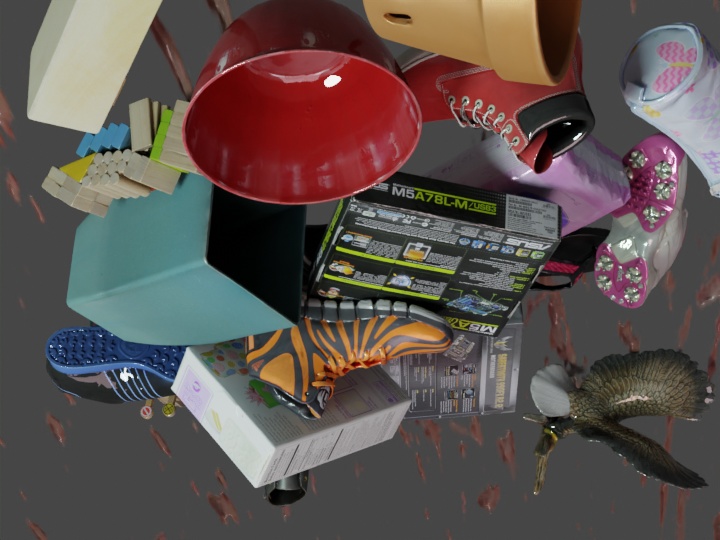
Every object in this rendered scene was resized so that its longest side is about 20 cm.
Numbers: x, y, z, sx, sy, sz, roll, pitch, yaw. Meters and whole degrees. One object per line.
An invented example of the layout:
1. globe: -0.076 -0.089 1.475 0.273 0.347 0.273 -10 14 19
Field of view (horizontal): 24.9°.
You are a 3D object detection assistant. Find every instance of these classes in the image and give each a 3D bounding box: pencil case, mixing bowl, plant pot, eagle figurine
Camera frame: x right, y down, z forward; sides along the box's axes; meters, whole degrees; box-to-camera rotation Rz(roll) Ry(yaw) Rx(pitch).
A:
1. pencil case: 0.311 -0.139 1.464 0.091 0.083 0.200 -42 134 12
2. mixing bowl: -0.051 -0.158 1.370 0.198 0.109 0.201 -3 147 -2
3. plant pot: 0.083 -0.241 1.210 0.139 0.201 0.201 4 149 16
4. eagle figurine: 0.298 0.173 1.878 0.199 0.153 0.151 -5 -173 30
5. plant pot: -0.175 -0.012 1.549 0.199 0.142 0.141 -18 145 30

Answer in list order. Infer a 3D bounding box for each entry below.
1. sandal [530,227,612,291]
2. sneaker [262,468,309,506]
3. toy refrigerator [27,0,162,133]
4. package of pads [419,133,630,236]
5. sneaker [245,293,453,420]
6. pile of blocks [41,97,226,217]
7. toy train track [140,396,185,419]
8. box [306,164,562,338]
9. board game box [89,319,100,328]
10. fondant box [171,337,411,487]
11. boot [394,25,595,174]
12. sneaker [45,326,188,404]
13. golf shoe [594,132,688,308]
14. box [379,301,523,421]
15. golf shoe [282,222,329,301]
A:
1. sandal: 0.179 -0.001 1.686 0.198 0.045 0.075 -8 145 5
2. sneaker: -0.079 0.187 1.876 0.074 0.107 0.201 -2 146 -4
3. toy refrigerator: -0.208 -0.204 1.313 0.069 0.076 0.200 11 142 -22
4. package of pads: 0.142 -0.071 1.552 0.199 0.076 0.120 -28 137 30
5. sneaker: -0.012 0.089 1.555 0.198 0.113 0.078 2 155 9
6. pile of blocks: -0.193 -0.103 1.475 0.199 0.083 0.062 -13 162 29
7. toy train track: -0.187 0.155 1.820 0.198 0.033 0.115 8 162 16
8. box: 0.065 -0.014 1.521 0.198 0.048 0.193 10 151 -9
9. board game box: -0.164 0.063 1.738 0.152 0.045 0.199 -30 138 33
10. fondant box: -0.067 0.123 1.625 0.199 0.144 0.058 -13 139 -46
11. boot: 0.100 -0.133 1.395 0.199 0.145 0.072 -19 145 22
12. sneaker: -0.226 0.101 1.692 0.198 0.071 0.078 6 147 0
13. golf shoe: 0.287 -0.059 1.606 0.091 0.075 0.201 -31 146 -38
14. box: 0.098 0.096 1.816 0.157 0.049 0.201 -5 146 0
15. golf shoe: 0.000 0.000 1.638 0.198 0.078 0.095 9 143 -22
